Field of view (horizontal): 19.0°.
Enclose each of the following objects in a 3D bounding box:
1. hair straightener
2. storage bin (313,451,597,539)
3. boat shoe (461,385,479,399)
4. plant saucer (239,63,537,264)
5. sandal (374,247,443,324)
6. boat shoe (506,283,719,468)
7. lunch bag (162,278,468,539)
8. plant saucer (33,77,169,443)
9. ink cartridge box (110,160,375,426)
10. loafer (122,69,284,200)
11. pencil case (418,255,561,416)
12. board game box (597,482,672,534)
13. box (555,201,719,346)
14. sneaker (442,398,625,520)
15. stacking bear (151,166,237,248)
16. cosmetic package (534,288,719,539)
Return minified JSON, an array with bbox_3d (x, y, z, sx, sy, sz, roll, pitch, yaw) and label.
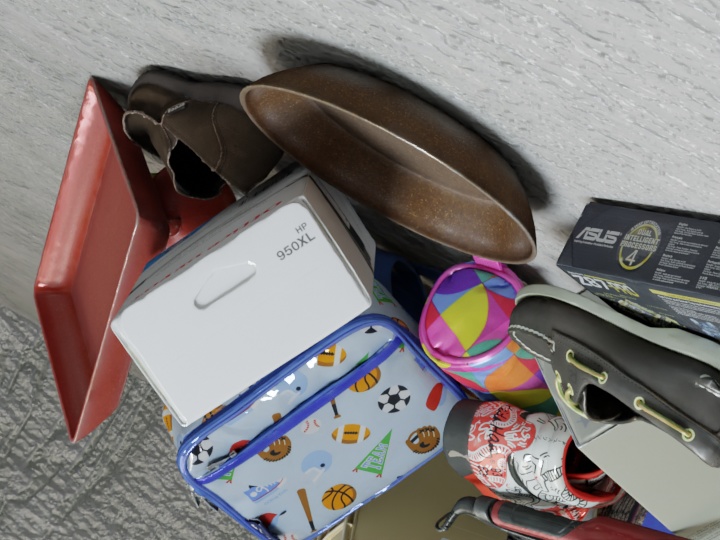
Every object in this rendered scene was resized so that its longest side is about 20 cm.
[{"bbox_3d":[0.146,0.193,1.464,0.199,0.041,0.077,8,157,23],"label":"hair straightener"},{"bbox_3d":[0.069,0.200,1.624,0.199,0.199,0.094,21,144,-12],"label":"storage bin"},{"bbox_3d":[0.082,0.095,1.821,0.071,0.063,0.200,27,171,-1],"label":"boat shoe"},{"bbox_3d":[0.023,-0.069,1.269,0.200,0.037,0.200,28,170,5],"label":"plant saucer"},{"bbox_3d":[0.000,0.000,1.585,0.200,0.080,0.087,32,153,-27],"label":"sandal"},{"bbox_3d":[0.147,0.059,1.231,0.072,0.061,0.201,37,170,-36],"label":"boat shoe"},{"bbox_3d":[-0.035,0.102,1.503,0.160,0.200,0.076,46,-168,-41],"label":"lunch bag"},{"bbox_3d":[-0.190,-0.008,1.579,0.037,0.200,0.200,6,-149,-23],"label":"plant saucer"},{"bbox_3d":[-0.070,0.008,1.373,0.084,0.144,0.200,55,-173,-8],"label":"ink cartridge box"},{"bbox_3d":[-0.116,-0.088,1.446,0.073,0.071,0.200,34,169,-25],"label":"loafer"},{"bbox_3d":[0.117,0.061,1.509,0.088,0.089,0.200,21,167,35],"label":"pencil case"},{"bbox_3d":[0.236,0.204,1.645,0.096,0.160,0.200,25,169,-3],"label":"board game box"},{"bbox_3d":[0.224,0.030,1.174,0.161,0.049,0.200,33,170,-30],"label":"box"},{"bbox_3d":[0.147,0.153,1.508,0.108,0.068,0.201,8,158,36],"label":"sneaker"},{"bbox_3d":[-0.150,-0.031,1.668,0.121,0.114,0.200,0,173,-21],"label":"stacking bear"},{"bbox_3d":[0.193,0.097,1.399,0.200,0.071,0.106,41,-159,-50],"label":"cosmetic package"}]
